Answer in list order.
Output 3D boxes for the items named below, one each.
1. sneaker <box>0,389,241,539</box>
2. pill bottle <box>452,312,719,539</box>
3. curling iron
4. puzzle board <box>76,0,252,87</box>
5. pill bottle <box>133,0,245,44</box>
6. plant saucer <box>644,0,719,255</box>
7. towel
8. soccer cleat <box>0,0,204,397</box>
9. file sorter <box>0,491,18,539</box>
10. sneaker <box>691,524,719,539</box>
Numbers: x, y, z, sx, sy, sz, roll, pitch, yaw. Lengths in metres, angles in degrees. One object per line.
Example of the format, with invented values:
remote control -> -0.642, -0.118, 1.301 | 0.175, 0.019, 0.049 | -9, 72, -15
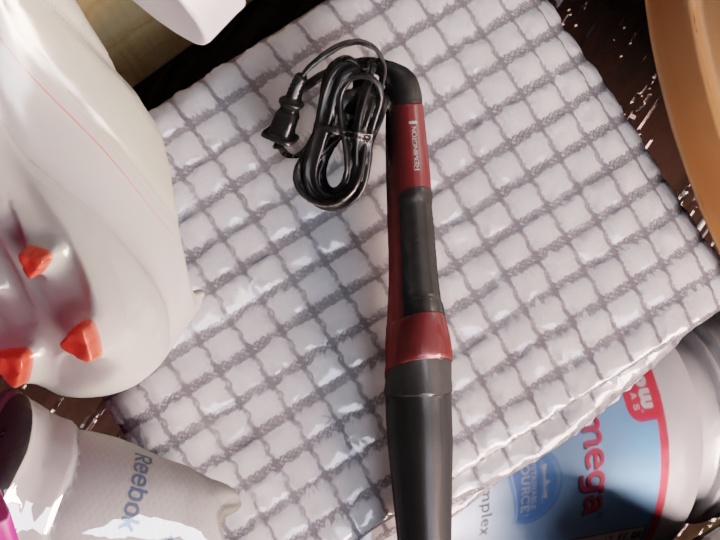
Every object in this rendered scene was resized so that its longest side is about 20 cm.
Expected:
sneaker -> -0.091, 0.111, 0.908 | 0.087, 0.075, 0.200 | 15, 152, -4
pill bottle -> 0.056, 0.066, 1.076 | 0.200, 0.109, 0.109 | -8, 127, -31
curling iron -> 0.008, 0.027, 0.899 | 0.049, 0.026, 0.200 | -9, 95, 11
puzzle board -> -0.110, -0.106, 0.894 | 0.200, 0.017, 0.151 | -37, 135, -7
pill bottle -> -0.005, -0.162, 0.838 | 0.200, 0.111, 0.111 | -48, 137, -8
plant saucer -> 0.157, -0.054, 1.004 | 0.032, 0.201, 0.200 | -19, 143, 26
towel -> 0.000, 0.000, 0.952 | 0.200, 0.086, 0.166 | -34, 94, -9
soccer cleat -> -0.105, -0.059, 0.852 | 0.078, 0.069, 0.200 | -37, 111, -56
file sorter -> -0.194, -0.008, 0.765 | 0.139, 0.200, 0.126 | -19, 130, -12
sneaker -> 0.130, 0.143, 1.069 | 0.073, 0.085, 0.200 | -32, 173, 12
